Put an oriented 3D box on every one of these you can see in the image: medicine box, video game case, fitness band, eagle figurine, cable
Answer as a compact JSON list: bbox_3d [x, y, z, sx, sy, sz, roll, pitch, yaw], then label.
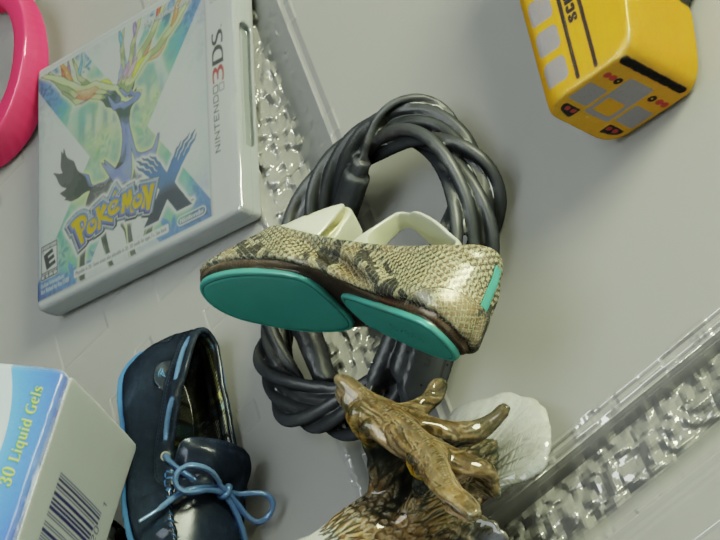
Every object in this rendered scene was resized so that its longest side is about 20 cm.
[{"bbox_3d":[-0.254,0.150,1.244,0.198,0.103,0.184,4,62,23],"label":"medicine box"},{"bbox_3d":[-0.143,-0.086,1.452,0.199,0.022,0.184,-24,59,38],"label":"video game case"},{"bbox_3d":[-0.292,-0.140,1.617,0.199,0.037,0.145,0,78,46],"label":"fitness band"},{"bbox_3d":[0.013,0.156,1.139,0.152,0.149,0.202,-68,-16,-59],"label":"eagle figurine"},{"bbox_3d":[0.009,-0.002,1.255,0.163,0.051,0.202,11,86,52],"label":"cable"}]

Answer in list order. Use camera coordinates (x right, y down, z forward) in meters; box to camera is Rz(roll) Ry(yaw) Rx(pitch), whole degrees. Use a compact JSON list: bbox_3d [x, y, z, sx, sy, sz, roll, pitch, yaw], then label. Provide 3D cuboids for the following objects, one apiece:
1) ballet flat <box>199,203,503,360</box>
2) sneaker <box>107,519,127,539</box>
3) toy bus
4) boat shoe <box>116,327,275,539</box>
[{"bbox_3d":[0.000,0.000,1.185,0.199,0.068,0.076,8,60,44],"label":"ballet flat"},{"bbox_3d":[-0.137,0.221,1.258,0.081,0.075,0.200,-42,24,2],"label":"sneaker"},{"bbox_3d":[0.123,-0.177,1.186,0.078,0.065,0.202,-34,54,34],"label":"toy bus"},{"bbox_3d":[-0.100,0.117,1.290,0.068,0.084,0.201,-36,54,26],"label":"boat shoe"}]
